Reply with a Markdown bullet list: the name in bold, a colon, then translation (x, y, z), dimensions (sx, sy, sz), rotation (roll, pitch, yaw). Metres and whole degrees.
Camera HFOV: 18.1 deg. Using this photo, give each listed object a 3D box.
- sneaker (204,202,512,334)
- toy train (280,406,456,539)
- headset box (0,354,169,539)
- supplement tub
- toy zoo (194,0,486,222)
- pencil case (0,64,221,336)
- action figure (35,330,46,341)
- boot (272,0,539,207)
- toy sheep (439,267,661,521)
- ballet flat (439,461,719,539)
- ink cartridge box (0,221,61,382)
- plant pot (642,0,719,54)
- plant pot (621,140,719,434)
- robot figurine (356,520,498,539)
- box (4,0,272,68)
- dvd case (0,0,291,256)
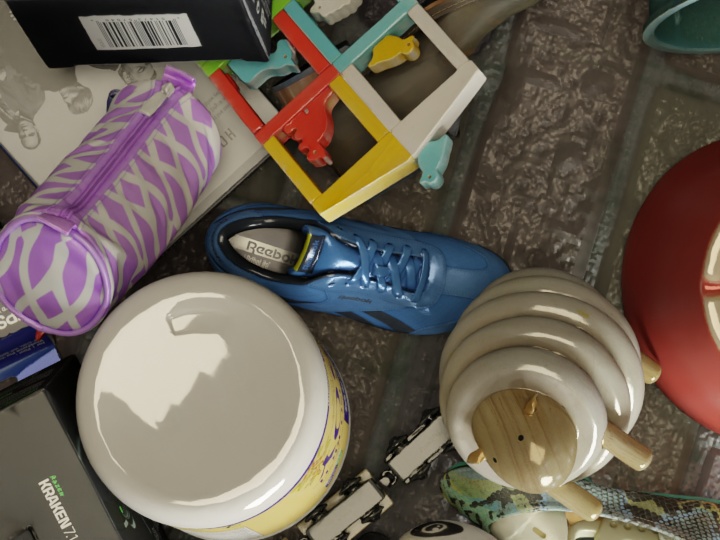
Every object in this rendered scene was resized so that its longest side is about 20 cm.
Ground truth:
- **sneaker**: translation (0.000, 0.000, 1.417), dimensions (0.198, 0.078, 0.066), rotation (10, 87, -1)
- **toy train**: translation (-0.013, 0.157, 1.431), dimensions (0.200, 0.046, 0.034), rotation (-41, 86, -2)
- **headset box**: translation (-0.179, 0.156, 1.347), dimensions (0.092, 0.200, 0.175), rotation (-27, 95, 0)
- **supplement tub**: translation (-0.082, 0.086, 1.344), dimensions (0.144, 0.200, 0.147), rotation (-1, 80, 6)
- **toy zoo**: translation (-0.014, -0.123, 1.381), dimensions (0.131, 0.020, 0.200), rotation (-41, 67, 5)
- **pencil case**: translation (-0.146, -0.043, 1.337), dimensions (0.083, 0.200, 0.086), rotation (26, 127, 1)
- **action figure**: translation (-0.283, -0.013, 1.381), dimensions (0.200, 0.065, 0.099), rotation (39, 72, 1)
- **boot**: translation (0.053, -0.123, 1.427), dimensions (0.199, 0.075, 0.097), rotation (-27, 99, 10)
- **toy sheep**: translation (0.112, 0.066, 1.370), dimensions (0.137, 0.200, 0.139), rotation (4, 119, 7)
- **ballet flat**: translation (0.146, 0.166, 1.412), dimensions (0.198, 0.074, 0.075), rotation (7, 89, 2)
- **ink cartridge box**: translation (-0.269, 0.001, 1.436), dimensions (0.099, 0.039, 0.201), rotation (-26, 90, -1)
- **plant pot**: translation (0.253, -0.254, 1.372), dimensions (0.199, 0.200, 0.198), rotation (-9, 81, 0)
- **plant pot**: translation (0.262, 0.010, 1.366), dimensions (0.199, 0.177, 0.202), rotation (0, 89, 1)
- **robot figurine**: translation (0.024, 0.246, 1.389), dimensions (0.200, 0.125, 0.150), rotation (-44, 90, 0)
- **box**: translation (-0.129, -0.235, 1.373), dimensions (0.147, 0.104, 0.202), rotation (0, 72, 8)
- **dvd case**: translation (-0.161, -0.113, 1.444), dimensions (0.150, 0.025, 0.200), rotation (-42, 90, 0)
